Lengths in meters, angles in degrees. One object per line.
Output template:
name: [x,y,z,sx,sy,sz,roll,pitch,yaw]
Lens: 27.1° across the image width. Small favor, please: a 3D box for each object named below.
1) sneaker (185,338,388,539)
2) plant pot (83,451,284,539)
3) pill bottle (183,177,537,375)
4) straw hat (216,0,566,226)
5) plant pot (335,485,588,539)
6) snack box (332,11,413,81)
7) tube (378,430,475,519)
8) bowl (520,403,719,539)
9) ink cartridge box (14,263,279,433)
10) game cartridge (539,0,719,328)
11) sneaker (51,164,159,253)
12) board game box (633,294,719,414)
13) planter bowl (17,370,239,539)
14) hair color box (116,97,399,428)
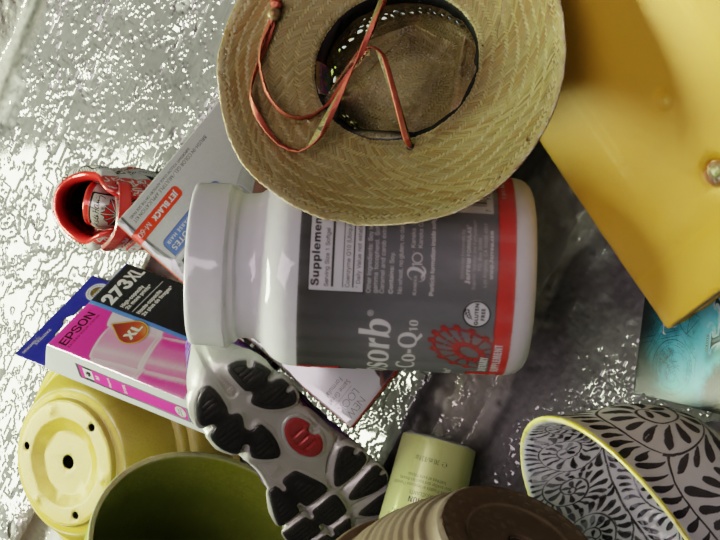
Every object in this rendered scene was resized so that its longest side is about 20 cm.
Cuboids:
sneaker: [-0.046,0.108,0.986,0.080,0.201,0.084,-33,30,1]
plant pot: [-0.131,0.262,1.034,0.187,0.186,0.201,48,129,21]
pill bottle: [0.000,0.000,0.879,0.197,0.116,0.118,2,93,0]
straw hat: [0.025,-0.113,0.853,0.198,0.085,0.204,-2,82,16]
plant pot: [0.073,0.188,0.837,0.200,0.200,0.094,35,119,25]
snack box: [0.023,-0.156,0.972,0.168,0.067,0.202,38,111,25]
tube: [0.028,0.207,0.957,0.058,0.052,0.203,2,74,53]
bowl: [0.187,0.148,0.849,0.093,0.201,0.202,-29,71,-17]
ink cartridge box: [-0.152,0.049,1.073,0.198,0.095,0.037,16,138,31]
game cartridge: [0.171,-0.095,0.805,0.201,0.032,0.176,59,137,12]
sneaker: [-0.122,-0.029,1.041,0.199,0.107,0.068,16,100,30]
board game box: [0.219,-0.019,0.843,0.135,0.028,0.203,10,94,58]
planter bowl: [-0.192,0.136,1.105,0.198,0.083,0.204,1,92,32]
hair color box: [-0.046,-0.005,0.969,0.199,0.064,0.111,40,86,4]
